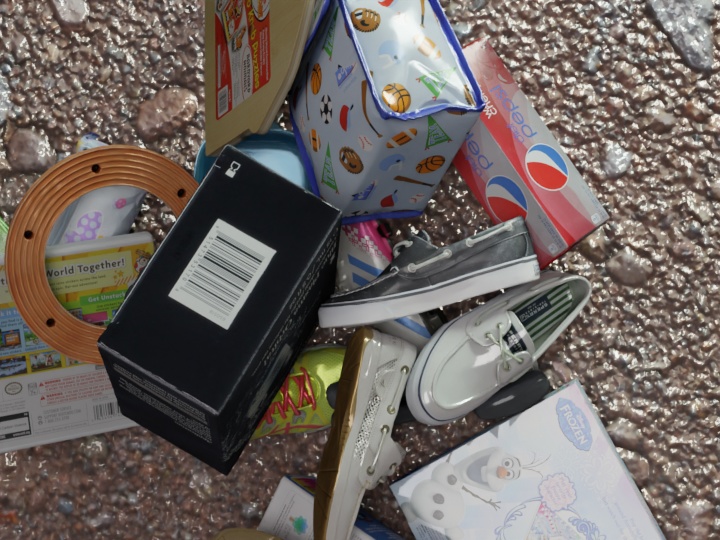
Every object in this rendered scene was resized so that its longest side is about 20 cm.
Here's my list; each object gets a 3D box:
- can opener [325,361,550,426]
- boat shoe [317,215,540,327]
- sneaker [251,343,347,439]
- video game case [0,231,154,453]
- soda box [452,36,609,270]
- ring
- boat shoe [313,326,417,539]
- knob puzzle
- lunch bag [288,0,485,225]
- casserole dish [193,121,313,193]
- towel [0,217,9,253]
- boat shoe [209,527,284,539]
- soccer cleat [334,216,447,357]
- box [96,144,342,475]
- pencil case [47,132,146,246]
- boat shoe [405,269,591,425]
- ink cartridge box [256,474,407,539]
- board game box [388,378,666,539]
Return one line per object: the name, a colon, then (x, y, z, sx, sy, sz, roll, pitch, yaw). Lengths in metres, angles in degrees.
can opener: (0.070, 0.111, 1.248, 0.197, 0.067, 0.054, -13, 109, -7)
boat shoe: (0.054, 0.000, 1.208, 0.197, 0.072, 0.069, -15, 90, 2)
sneaker: (-0.085, 0.121, 1.284, 0.197, 0.090, 0.079, -18, 85, 8)
video game case: (-0.279, 0.068, 1.282, 0.197, 0.023, 0.185, -9, 108, -19)
soda box: (0.131, -0.102, 1.244, 0.063, 0.070, 0.201, -31, 83, -34)
ring: (-0.222, -0.014, 1.259, 0.197, 0.019, 0.204, -6, 108, -20)
boat shoe: (0.007, 0.154, 1.200, 0.068, 0.071, 0.203, 13, 92, -15)
knob puzzle: (-0.083, -0.214, 1.239, 0.030, 0.219, 0.223, 8, 92, -31)
lunch bag: (0.002, -0.168, 1.210, 0.122, 0.170, 0.202, -6, 63, -26)
casserole dish: (-0.097, -0.041, 1.312, 0.119, 0.039, 0.204, 1, 89, 11)
towel: (-0.439, -0.003, 1.384, 0.199, 0.031, 0.150, -40, 86, 6)
boat shoe: (-0.047, 0.288, 1.183, 0.198, 0.072, 0.065, 22, 133, 17)
soccer cleat: (0.000, 0.000, 1.278, 0.086, 0.070, 0.202, -32, 85, 8)
box: (-0.111, 0.039, 1.165, 0.116, 0.200, 0.198, 29, 70, 7)
pencil case: (-0.268, -0.024, 1.317, 0.082, 0.091, 0.202, 27, 96, 10)
boat shoe: (0.121, 0.058, 1.206, 0.200, 0.067, 0.074, -42, 102, -28)
ink cartridge box: (-0.010, 0.294, 1.251, 0.199, 0.076, 0.138, 30, 97, 28)
board game box: (0.159, 0.234, 1.262, 0.197, 0.043, 0.202, -30, 85, 11)
